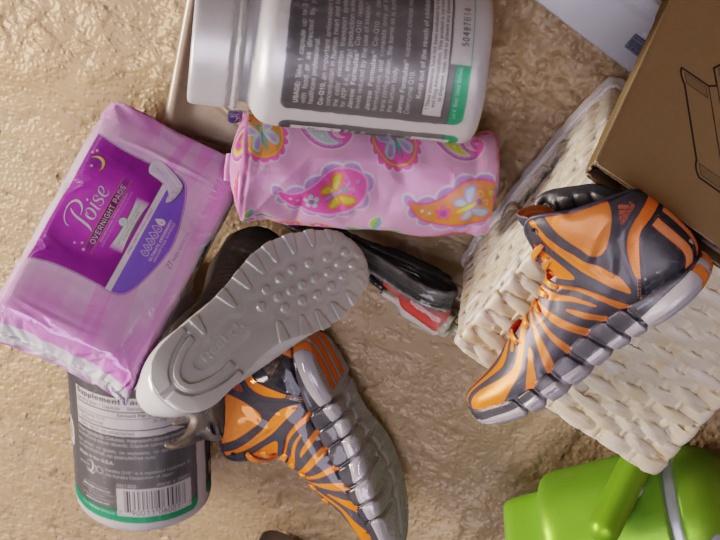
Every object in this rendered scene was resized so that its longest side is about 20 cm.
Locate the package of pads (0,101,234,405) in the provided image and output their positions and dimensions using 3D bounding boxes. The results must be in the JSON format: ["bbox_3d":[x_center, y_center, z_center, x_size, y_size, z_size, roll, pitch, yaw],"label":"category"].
[{"bbox_3d":[-0.181,-0.014,1.424,0.120,0.200,0.076,27,156,-2],"label":"package of pads"}]

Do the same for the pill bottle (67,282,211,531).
[{"bbox_3d":[-0.177,0.097,1.535,0.113,0.113,0.200,5,117,8],"label":"pill bottle"}]

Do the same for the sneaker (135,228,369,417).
[{"bbox_3d":[-0.081,0.037,1.398,0.076,0.200,0.080,55,156,3],"label":"sneaker"}]

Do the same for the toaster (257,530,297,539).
[{"bbox_3d":[-0.053,0.330,1.597,0.200,0.181,0.119,28,116,-5],"label":"toaster"}]

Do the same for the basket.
[{"bbox_3d":[0.198,0.008,1.393,0.200,0.161,0.198,34,117,-9],"label":"basket"}]

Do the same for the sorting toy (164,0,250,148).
[{"bbox_3d":[-0.033,-0.164,1.422,0.199,0.037,0.186,13,119,-1],"label":"sorting toy"}]

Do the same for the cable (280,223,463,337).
[{"bbox_3d":[0.000,0.000,1.463,0.200,0.097,0.050,23,98,-3],"label":"cable"}]

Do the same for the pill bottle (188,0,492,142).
[{"bbox_3d":[-0.016,-0.153,1.323,0.199,0.113,0.113,5,118,-5],"label":"pill bottle"}]

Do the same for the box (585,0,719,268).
[{"bbox_3d":[0.254,-0.096,1.314,0.163,0.200,0.021,33,147,-8],"label":"box"}]

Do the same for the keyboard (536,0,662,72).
[{"bbox_3d":[0.208,-0.167,1.386,0.200,0.011,0.056,36,123,-8],"label":"keyboard"}]

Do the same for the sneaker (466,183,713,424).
[{"bbox_3d":[0.127,0.013,1.278,0.200,0.078,0.112,-39,99,22],"label":"sneaker"}]

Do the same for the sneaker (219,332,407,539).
[{"bbox_3d":[-0.042,0.149,1.558,0.112,0.078,0.200,-20,101,24],"label":"sneaker"}]

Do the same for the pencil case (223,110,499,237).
[{"bbox_3d":[0.001,-0.070,1.398,0.199,0.087,0.088,3,118,-6],"label":"pencil case"}]

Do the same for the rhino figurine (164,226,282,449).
[{"bbox_3d":[-0.099,0.052,1.462,0.087,0.200,0.060,28,158,2],"label":"rhino figurine"}]

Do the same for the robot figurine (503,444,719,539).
[{"bbox_3d":[0.216,0.203,1.512,0.200,0.116,0.176,-14,140,15],"label":"robot figurine"}]
